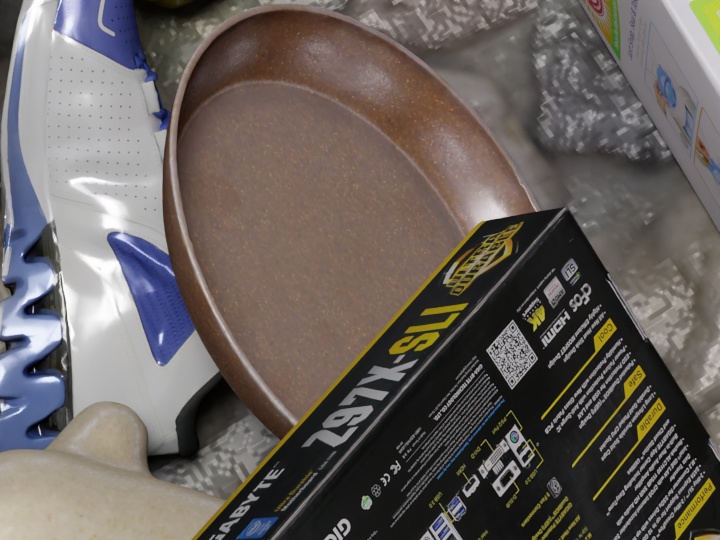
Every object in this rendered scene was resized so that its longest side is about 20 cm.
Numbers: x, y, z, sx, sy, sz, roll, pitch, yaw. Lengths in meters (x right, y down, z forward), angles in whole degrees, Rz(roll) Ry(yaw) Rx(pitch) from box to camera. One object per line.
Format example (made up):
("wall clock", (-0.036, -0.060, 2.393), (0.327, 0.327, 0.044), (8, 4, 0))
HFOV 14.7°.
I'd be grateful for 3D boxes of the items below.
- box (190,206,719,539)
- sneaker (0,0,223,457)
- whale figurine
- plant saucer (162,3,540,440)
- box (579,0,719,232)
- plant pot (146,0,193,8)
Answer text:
("box", (0.042, 0.100, 0.922), (0.200, 0.049, 0.160), (-47, 114, -34))
("sneaker", (-0.077, -0.018, 1.034), (0.114, 0.081, 0.201), (2, 92, -7))
("whale figurine", (-0.079, 0.127, 0.986), (0.199, 0.104, 0.160), (-9, 73, -23))
("plant saucer", (0.000, 0.000, 0.999), (0.034, 0.200, 0.201), (-34, 64, 36))
("box", (0.167, -0.084, 1.042), (0.112, 0.101, 0.201), (-27, 70, -7))
("plant pot", (-0.084, -0.222, 1.062), (0.193, 0.196, 0.201), (23, 75, 11))
